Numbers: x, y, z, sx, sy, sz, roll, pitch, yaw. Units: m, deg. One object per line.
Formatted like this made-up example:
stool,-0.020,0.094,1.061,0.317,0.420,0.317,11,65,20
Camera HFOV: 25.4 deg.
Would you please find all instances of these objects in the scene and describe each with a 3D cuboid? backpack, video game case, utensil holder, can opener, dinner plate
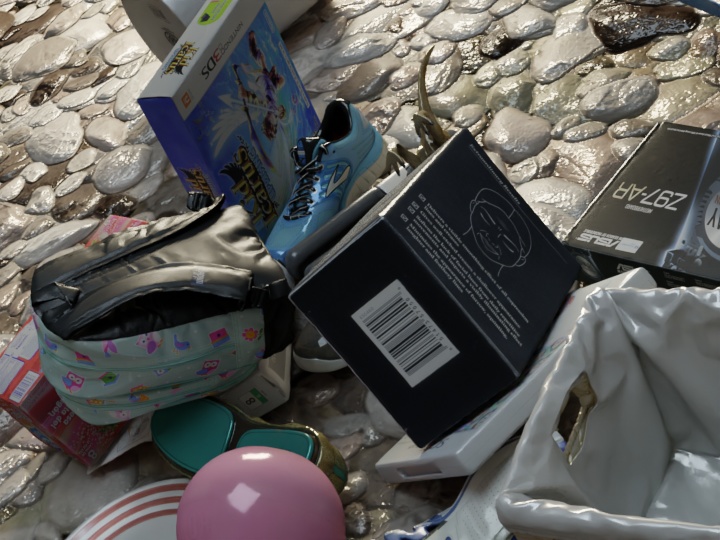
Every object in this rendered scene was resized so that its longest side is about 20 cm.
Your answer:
backpack,-0.164,0.037,1.294,0.198,0.128,0.167,-18,35,-17
video game case,0.111,0.081,1.182,0.200,0.024,0.182,-42,4,-19
utensil holder,-0.148,-0.324,1.809,0.200,0.171,0.169,-45,39,-17
can opener,0.015,-0.061,1.448,0.199,0.067,0.053,-38,56,-24
video game case,-0.117,-0.145,1.535,0.045,0.201,0.182,1,45,31
dinner plate,-0.169,0.247,1.245,0.198,0.024,0.201,-19,36,14

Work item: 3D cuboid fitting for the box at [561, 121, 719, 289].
box,0.284,-0.041,1.277,0.199,0.044,0.160,16,54,44

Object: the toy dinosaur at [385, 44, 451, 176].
toy dinosaur,0.065,-0.105,1.405,0.058,0.101,0.202,-31,73,25

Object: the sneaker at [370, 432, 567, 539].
sneaker,0.084,0.208,1.087,0.199,0.081,0.115,-36,39,2

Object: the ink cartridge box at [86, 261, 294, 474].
ink cartridge box,-0.148,0.092,1.416,0.199,0.050,0.162,-33,32,23

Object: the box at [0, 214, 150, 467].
box,-0.230,0.059,1.415,0.102,0.095,0.201,10,60,54

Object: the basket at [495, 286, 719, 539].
basket,0.224,0.132,1.007,0.198,0.162,0.199,0,44,34

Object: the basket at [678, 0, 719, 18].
basket,0.394,-0.261,1.390,0.176,0.140,0.199,-41,48,-16

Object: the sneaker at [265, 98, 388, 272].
sneaker,-0.048,-0.081,1.505,0.078,0.090,0.201,0,48,33

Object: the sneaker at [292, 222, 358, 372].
sneaker,0.000,0.000,1.382,0.077,0.082,0.200,12,51,42

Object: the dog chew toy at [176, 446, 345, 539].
dog chew toy,-0.079,0.229,1.125,0.123,0.125,0.202,-6,59,28

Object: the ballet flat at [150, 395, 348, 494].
ballet flat,-0.088,0.147,1.277,0.199,0.071,0.071,8,48,43

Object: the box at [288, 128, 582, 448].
box,0.061,0.008,1.192,0.107,0.149,0.200,-39,4,31
